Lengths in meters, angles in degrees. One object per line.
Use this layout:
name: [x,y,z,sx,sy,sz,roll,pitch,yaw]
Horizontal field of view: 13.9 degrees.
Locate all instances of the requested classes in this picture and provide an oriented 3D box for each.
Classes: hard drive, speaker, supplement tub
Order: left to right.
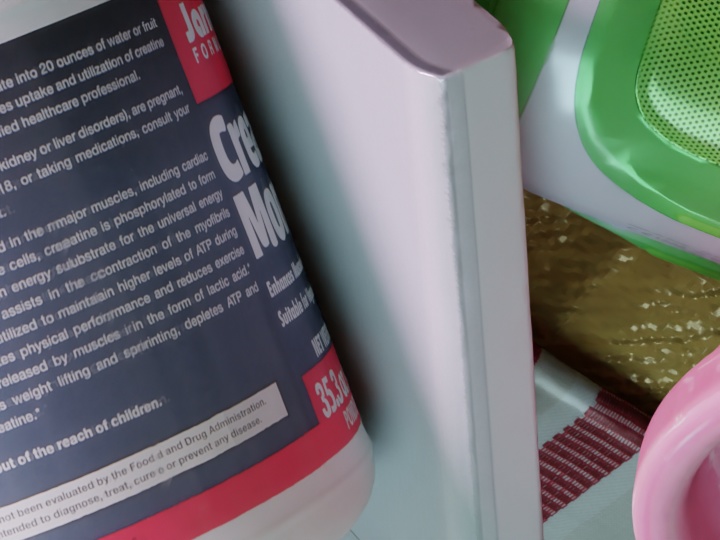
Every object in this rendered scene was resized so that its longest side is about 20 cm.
supplement tub: [-0.091,-0.010,0.709,0.140,0.140,0.201,-16,99,29]
hard drive: [0.000,0.000,0.734,0.027,0.132,0.200,-23,132,-21]
speaker: [0.123,-0.032,0.705,0.199,0.089,0.089,20,135,-4]

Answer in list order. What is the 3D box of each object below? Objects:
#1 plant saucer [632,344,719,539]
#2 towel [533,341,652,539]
plant saucer: [0.164,0.049,0.678,0.200,0.051,0.201,9,149,5]
towel: [0.044,0.079,0.883,0.200,0.023,0.144,34,133,-17]
